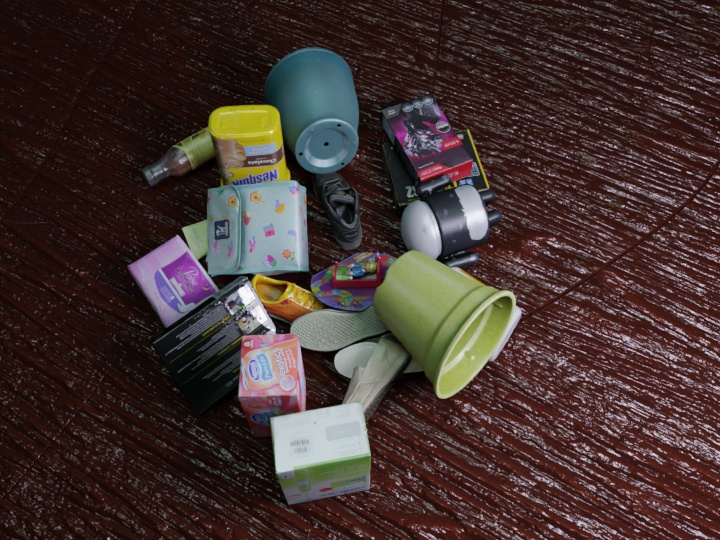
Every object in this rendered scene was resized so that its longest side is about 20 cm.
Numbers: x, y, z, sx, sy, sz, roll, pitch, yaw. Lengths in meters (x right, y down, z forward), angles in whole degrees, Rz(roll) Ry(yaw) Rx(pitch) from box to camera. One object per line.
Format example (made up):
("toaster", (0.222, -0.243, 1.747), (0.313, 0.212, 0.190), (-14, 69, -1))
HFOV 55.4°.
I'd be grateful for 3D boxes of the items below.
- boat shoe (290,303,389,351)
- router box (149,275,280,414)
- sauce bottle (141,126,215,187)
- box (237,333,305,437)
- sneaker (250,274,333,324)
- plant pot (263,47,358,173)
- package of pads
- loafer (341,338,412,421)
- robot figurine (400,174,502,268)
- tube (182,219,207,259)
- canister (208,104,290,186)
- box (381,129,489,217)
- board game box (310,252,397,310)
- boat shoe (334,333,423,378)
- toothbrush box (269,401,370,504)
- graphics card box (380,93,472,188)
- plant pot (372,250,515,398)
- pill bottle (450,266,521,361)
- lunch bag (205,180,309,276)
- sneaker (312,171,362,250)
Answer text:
("boat shoe", (-0.031, 0.097, 1.243), (0.194, 0.062, 0.077), (-12, 97, -4))
("router box", (-0.247, 0.128, 1.208), (0.198, 0.051, 0.152), (-35, 106, -19))
("sauce bottle", (-0.367, -0.243, 1.453), (0.197, 0.067, 0.066), (-33, 65, -20))
("box", (-0.141, 0.194, 1.130), (0.091, 0.202, 0.105), (-1, 60, -1))
("sneaker", (-0.116, 0.064, 1.272), (0.194, 0.078, 0.075), (14, 59, -4))
("plant pot", (-0.088, -0.309, 1.399), (0.194, 0.203, 0.191), (-12, 52, -7))
("package of pads", (-0.337, 0.040, 1.288), (0.119, 0.076, 0.201), (-34, 66, -17))
("loafer", (0.007, 0.202, 1.181), (0.068, 0.076, 0.201), (40, 86, 20))
("robot figurine", (0.174, -0.094, 1.341), (0.195, 0.127, 0.152), (-18, 44, -10))
("tube", (-0.256, -0.092, 1.380), (0.195, 0.053, 0.058), (-25, 29, -9))
("canister", (-0.219, -0.229, 1.367), (0.143, 0.202, 0.089), (-3, 59, -2))
("box", (0.155, -0.206, 1.446), (0.194, 0.050, 0.164), (-10, 63, -6))
("board game box", (0.000, 0.000, 1.280), (0.197, 0.040, 0.156), (-27, 38, -33))
("boat shoe", (0.051, 0.151, 1.237), (0.195, 0.060, 0.074), (-7, 105, 3))
("toothbrush box", (-0.059, 0.291, 1.077), (0.141, 0.202, 0.088), (-8, 61, -6))
("graphics card box", (0.134, -0.266, 1.424), (0.122, 0.051, 0.203), (-20, 61, -11))
("plant pot", (0.124, 0.071, 1.133), (0.200, 0.203, 0.183), (-41, 59, -21))
("pill bottle", (0.185, 0.066, 1.255), (0.198, 0.114, 0.113), (34, 65, 17))
("lunch bag", (-0.201, -0.077, 1.307), (0.193, 0.122, 0.176), (-2, 89, 4))
("sneaker", (-0.046, -0.153, 1.378), (0.074, 0.115, 0.204), (-13, 59, -10))
